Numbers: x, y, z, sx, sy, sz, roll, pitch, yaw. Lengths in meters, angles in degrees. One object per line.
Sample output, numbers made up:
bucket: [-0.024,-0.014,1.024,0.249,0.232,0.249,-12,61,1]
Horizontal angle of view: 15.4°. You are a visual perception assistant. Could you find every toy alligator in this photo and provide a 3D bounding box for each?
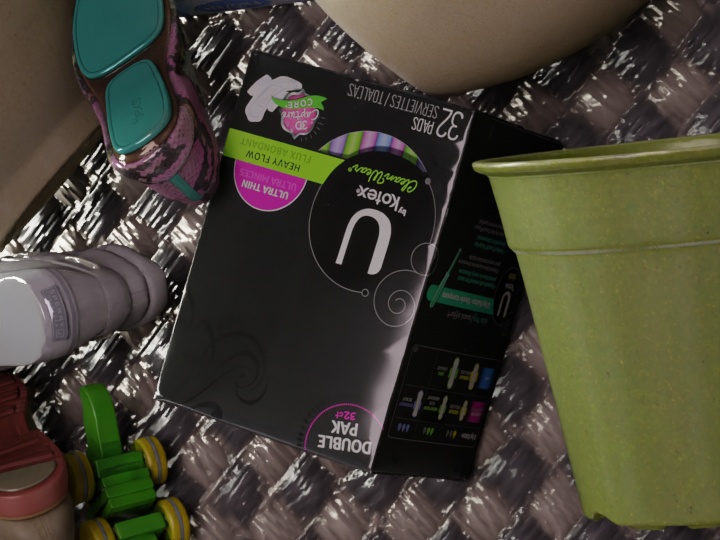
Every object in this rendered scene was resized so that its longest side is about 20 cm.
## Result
toy alligator: [-0.132,0.164,1.550,0.201,0.059,0.054,69,152,17]

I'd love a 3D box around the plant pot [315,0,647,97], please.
plant pot: [0.048,-0.172,1.413,0.200,0.200,0.135,46,103,24]

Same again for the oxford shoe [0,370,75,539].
oxford shoe: [-0.215,0.118,1.559,0.070,0.200,0.075,-18,116,-13]

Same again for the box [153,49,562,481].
box: [0.000,0.000,1.461,0.148,0.124,0.201,17,93,29]

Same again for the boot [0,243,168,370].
boot: [-0.195,0.023,1.584,0.200,0.095,0.074,1,102,53]

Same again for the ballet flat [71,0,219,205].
ballet flat: [-0.116,-0.100,1.485,0.069,0.071,0.200,-31,38,9]

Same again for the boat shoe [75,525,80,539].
boat shoe: [-0.224,0.172,1.591,0.200,0.071,0.069,35,125,20]

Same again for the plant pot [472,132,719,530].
plant pot: [0.164,0.029,1.357,0.199,0.200,0.191,-3,95,26]

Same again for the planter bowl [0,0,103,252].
planter bowl: [-0.226,-0.095,1.564,0.135,0.200,0.200,41,103,-2]

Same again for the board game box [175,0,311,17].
board game box: [-0.050,-0.257,1.562,0.198,0.043,0.201,-4,82,28]
